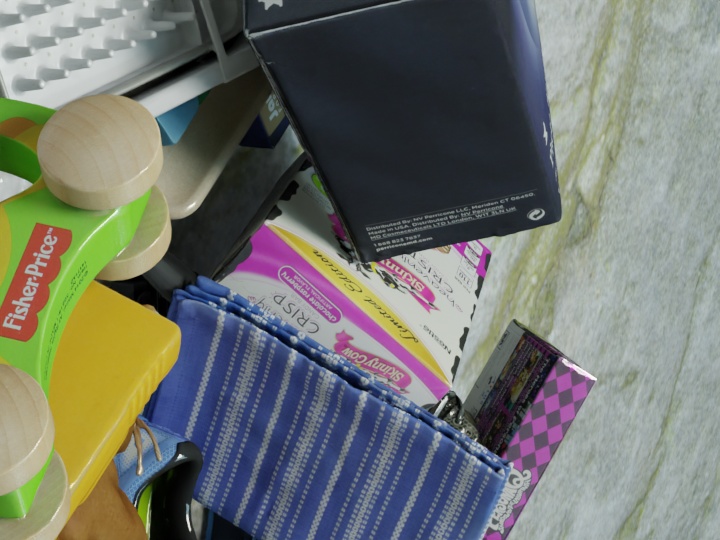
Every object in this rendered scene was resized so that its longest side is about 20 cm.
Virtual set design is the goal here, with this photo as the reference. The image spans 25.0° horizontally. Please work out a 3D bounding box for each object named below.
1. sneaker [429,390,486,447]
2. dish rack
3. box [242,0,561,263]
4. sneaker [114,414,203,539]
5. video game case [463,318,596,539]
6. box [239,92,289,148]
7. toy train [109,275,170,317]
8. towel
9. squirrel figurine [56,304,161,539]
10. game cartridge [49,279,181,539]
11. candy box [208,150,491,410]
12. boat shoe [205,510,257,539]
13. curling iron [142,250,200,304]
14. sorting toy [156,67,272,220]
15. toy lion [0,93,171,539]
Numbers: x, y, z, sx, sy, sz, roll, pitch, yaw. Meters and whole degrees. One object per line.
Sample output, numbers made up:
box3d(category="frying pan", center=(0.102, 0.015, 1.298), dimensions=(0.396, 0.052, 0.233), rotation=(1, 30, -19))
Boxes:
box3d(category="sneaker", center=(0.033, 0.063, 1.086), dimensions=(0.076, 0.113, 0.202), rotation=(172, -72, -80))
box3d(category="dish rack", center=(-0.124, -0.152, 0.734), dimensions=(0.200, 0.043, 0.174), rotation=(-36, 119, -47))
box3d(category="box", center=(0.023, -0.146, 0.830), dimensions=(0.199, 0.122, 0.202), rotation=(61, 21, -56))
box3d(category="sneaker", center=(-0.127, 0.176, 0.851), dimensions=(0.078, 0.088, 0.203), rotation=(16, 82, -60))
box3d(category="video game case", center=(0.084, 0.139, 1.130), dimensions=(0.201, 0.036, 0.181), rotation=(-61, -173, 3))
box3d(category="box", center=(-0.052, -0.163, 0.974), dimensions=(0.201, 0.032, 0.122), rotation=(-60, 144, -35))
box3d(category="toy train", center=(-0.118, -0.041, 0.876), dimensions=(0.046, 0.034, 0.203), rotation=(-20, 114, -61))
box3d(category="towel", center=(-0.028, 0.104, 0.859), dimensions=(0.024, 0.199, 0.146), rotation=(-45, 161, -50))
box3d(category="squirrel figurine", center=(-0.156, 0.084, 0.735), dimensions=(0.201, 0.140, 0.188), rotation=(60, 39, -52))
box3d(category="game cartridge", center=(-0.191, 0.061, 0.627), dimensions=(0.201, 0.175, 0.033), rotation=(-58, 171, -37))
box3d(category="candy box", center=(0.000, 0.000, 0.943), dimensions=(0.136, 0.061, 0.200), rotation=(41, 24, -7))
box3d(category="boat shoe", center=(-0.051, 0.155, 1.009), dimensions=(0.084, 0.068, 0.203), rotation=(12, 86, -62))
box3d(category="curling iron", center=(-0.094, 0.005, 0.882), dimensions=(0.200, 0.025, 0.050), rotation=(35, 40, -69))
box3d(category="sorting toy", center=(-0.103, -0.157, 0.823), dimensions=(0.201, 0.036, 0.186), rotation=(54, 48, -32))
box3d(category="toy lion", center=(-0.186, 0.013, 0.607), dimensions=(0.069, 0.189, 0.202), rotation=(92, 12, -56))
